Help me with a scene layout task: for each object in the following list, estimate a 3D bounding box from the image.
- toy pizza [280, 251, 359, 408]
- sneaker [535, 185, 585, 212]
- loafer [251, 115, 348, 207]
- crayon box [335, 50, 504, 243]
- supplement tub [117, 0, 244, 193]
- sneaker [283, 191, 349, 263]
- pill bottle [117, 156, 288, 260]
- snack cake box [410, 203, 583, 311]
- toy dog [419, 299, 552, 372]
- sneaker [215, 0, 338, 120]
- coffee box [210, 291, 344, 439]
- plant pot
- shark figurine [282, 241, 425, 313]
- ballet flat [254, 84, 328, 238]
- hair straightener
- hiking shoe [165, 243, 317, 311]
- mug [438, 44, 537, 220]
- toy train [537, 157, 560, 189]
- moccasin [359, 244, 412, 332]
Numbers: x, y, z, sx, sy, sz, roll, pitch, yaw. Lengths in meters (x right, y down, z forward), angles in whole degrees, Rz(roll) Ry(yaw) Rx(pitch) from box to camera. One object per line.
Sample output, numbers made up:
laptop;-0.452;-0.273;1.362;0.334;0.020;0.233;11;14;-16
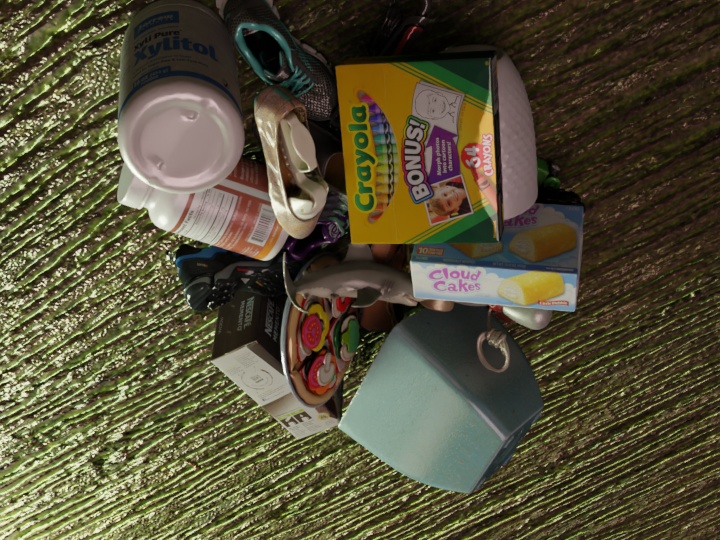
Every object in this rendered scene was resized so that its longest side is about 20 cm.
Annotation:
toy pizza;-0.044;0.078;1.437;0.031;0.202;0.202;5;135;25
sneaker;0.181;-0.070;1.404;0.196;0.074;0.080;14;125;7
loafer;-0.039;-0.134;1.308;0.198;0.072;0.074;31;86;-8
crayon box;0.068;-0.133;1.217;0.169;0.058;0.204;-1;109;14
supplement tub;-0.193;-0.188;1.180;0.129;0.202;0.134;-6;130;-7
sneaker;-0.015;-0.076;1.380;0.198;0.088;0.075;-31;128;14
pill bottle;-0.183;-0.092;1.318;0.197;0.113;0.113;18;123;-23
snack cake box;0.166;-0.022;1.330;0.196;0.116;0.068;4;138;13
toy dog;0.164;0.022;1.421;0.096;0.200;0.133;-17;144;-49
sneaker;-0.091;-0.229;1.239;0.077;0.092;0.200;-33;127;17
coffee box;-0.107;0.121;1.494;0.079;0.114;0.200;-23;131;25
plant pot;0.126;0.178;1.489;0.195;0.200;0.197;-24;149;-52
shark figurine;-0.022;-0.002;1.365;0.211;0.128;0.091;2;98;-29
ballet flat;-0.071;-0.110;1.240;0.068;0.067;0.202;-40;134;-26
hair straightener;0.018;-0.247;1.256;0.040;0.077;0.202;1;126;-44
hiking shoe;-0.143;-0.014;1.412;0.197;0.088;0.075;-10;149;-35
mug;0.107;-0.162;1.301;0.196;0.148;0.178;-7;118;1
toy train;0.196;-0.065;1.466;0.056;0.042;0.201;22;121;-15
moccasin;0.041;0.006;1.456;0.076;0.074;0.204;13;128;11
